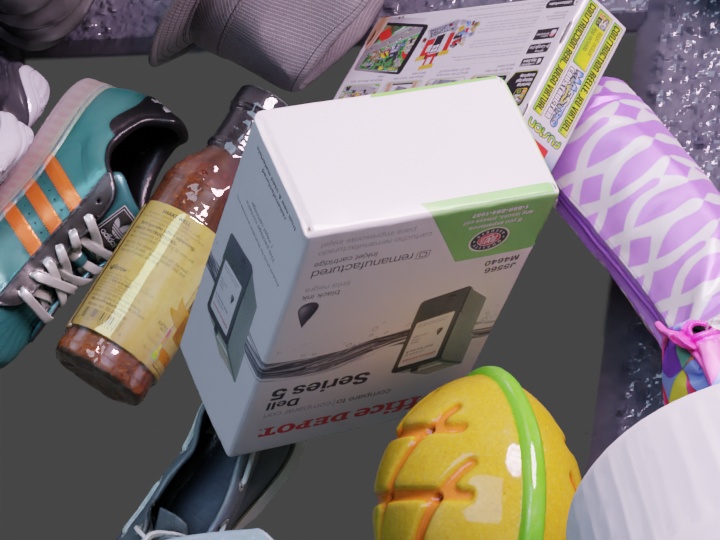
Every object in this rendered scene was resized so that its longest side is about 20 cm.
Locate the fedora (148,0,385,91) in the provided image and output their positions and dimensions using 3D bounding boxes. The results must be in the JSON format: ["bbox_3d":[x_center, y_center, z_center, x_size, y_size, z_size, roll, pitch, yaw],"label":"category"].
[{"bbox_3d":[-0.032,-0.177,1.593,0.090,0.177,0.200,36,70,3],"label":"fedora"}]

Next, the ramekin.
[{"bbox_3d":[0.194,0.140,1.284,0.200,0.201,0.098,-23,49,7],"label":"ramekin"}]

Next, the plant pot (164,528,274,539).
[{"bbox_3d":[-0.079,0.248,1.333,0.200,0.197,0.196,-39,55,-16],"label":"plant pot"}]

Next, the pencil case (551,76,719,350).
[{"bbox_3d":[0.159,-0.020,1.452,0.085,0.084,0.200,-17,50,-25],"label":"pencil case"}]

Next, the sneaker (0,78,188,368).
[{"bbox_3d":[-0.173,-0.025,1.590,0.080,0.071,0.201,15,67,30],"label":"sneaker"}]

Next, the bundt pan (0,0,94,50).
[{"bbox_3d":[-0.251,-0.197,1.650,0.201,0.202,0.076,12,76,26],"label":"bundt pan"}]

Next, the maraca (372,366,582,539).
[{"bbox_3d":[0.064,0.142,1.372,0.106,0.137,0.201,8,47,-19],"label":"maraca"}]

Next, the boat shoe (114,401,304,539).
[{"bbox_3d":[-0.108,0.145,1.472,0.073,0.062,0.200,28,74,32],"label":"boat shoe"}]

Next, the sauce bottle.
[{"bbox_3d":[-0.103,-0.018,1.563,0.066,0.066,0.201,23,73,30],"label":"sauce bottle"}]

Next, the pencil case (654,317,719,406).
[{"bbox_3d":[0.249,0.047,1.347,0.199,0.089,0.089,-12,55,-11],"label":"pencil case"}]

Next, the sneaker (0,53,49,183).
[{"bbox_3d":[-0.255,-0.097,1.590,0.076,0.114,0.200,-49,12,18],"label":"sneaker"}]

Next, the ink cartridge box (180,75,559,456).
[{"bbox_3d":[0.000,0.000,1.406,0.145,0.200,0.084,-11,57,-24],"label":"ink cartridge box"}]

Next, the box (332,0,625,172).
[{"bbox_3d":[0.054,-0.098,1.512,0.200,0.035,0.110,2,58,56],"label":"box"}]
